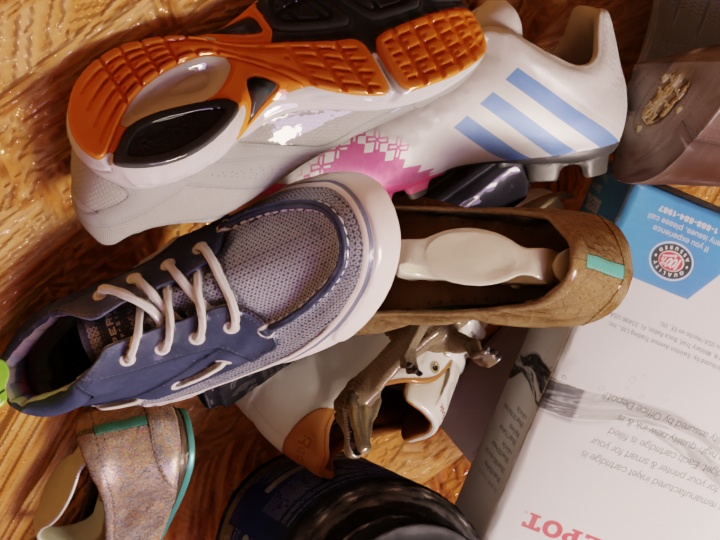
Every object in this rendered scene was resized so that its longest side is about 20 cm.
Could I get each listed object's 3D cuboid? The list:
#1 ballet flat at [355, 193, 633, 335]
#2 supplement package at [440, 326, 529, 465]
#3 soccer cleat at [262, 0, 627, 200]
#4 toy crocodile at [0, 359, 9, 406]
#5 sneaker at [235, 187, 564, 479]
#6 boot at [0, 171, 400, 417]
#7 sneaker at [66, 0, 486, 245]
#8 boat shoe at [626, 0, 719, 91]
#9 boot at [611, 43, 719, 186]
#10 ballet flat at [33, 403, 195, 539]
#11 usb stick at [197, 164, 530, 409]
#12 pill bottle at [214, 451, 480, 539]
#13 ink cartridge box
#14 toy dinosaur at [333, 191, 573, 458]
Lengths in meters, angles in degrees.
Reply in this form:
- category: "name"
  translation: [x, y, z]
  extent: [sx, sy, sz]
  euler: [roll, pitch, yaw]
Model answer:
- category: "ballet flat"
  translation: [0.023, -0.003, 1.359]
  extent: [0.072, 0.199, 0.068]
  euler: [19, 75, -66]
- category: "supplement package"
  translation: [0.156, 0.090, 1.704]
  extent: [0.120, 0.121, 0.200]
  euler: [-49, 151, 15]
- category: "soccer cleat"
  translation: [0.033, -0.080, 1.374]
  extent: [0.199, 0.070, 0.087]
  euler: [-10, 107, -29]
- category: "toy crocodile"
  translation: [-0.239, 0.090, 1.284]
  extent: [0.200, 0.062, 0.067]
  euler: [-33, -169, -17]
- category: "sneaker"
  translation: [0.038, 0.038, 1.521]
  extent: [0.200, 0.085, 0.073]
  euler: [-35, 151, -14]
- category: "boot"
  translation: [-0.072, 0.018, 1.309]
  extent: [0.090, 0.073, 0.200]
  euler: [-11, 164, -43]
- category: "sneaker"
  translation: [-0.041, -0.070, 1.289]
  extent: [0.199, 0.076, 0.092]
  euler: [-18, 155, -24]
- category: "boat shoe"
  translation: [0.179, -0.137, 1.472]
  extent: [0.067, 0.073, 0.200]
  euler: [-49, 170, -49]
- category: "boot"
  translation: [0.234, -0.093, 1.434]
  extent: [0.200, 0.064, 0.186]
  euler: [12, 131, -38]
- category: "ballet flat"
  translation: [-0.132, 0.135, 1.490]
  extent: [0.067, 0.068, 0.200]
  euler: [-4, 134, -20]
- category: "usb stick"
  translation: [0.000, 0.000, 1.472]
  extent: [0.200, 0.033, 0.055]
  euler: [-35, 162, -9]
- category: "pill bottle"
  translation: [0.000, 0.155, 1.513]
  extent: [0.112, 0.112, 0.200]
  euler: [-34, -169, -11]
- category: "ink cartridge box"
  translation: [0.155, 0.065, 1.531]
  extent: [0.084, 0.145, 0.201]
  euler: [-132, -115, -76]
- category: "toy dinosaur"
  translation: [0.053, 0.003, 1.445]
  extent: [0.200, 0.058, 0.101]
  euler: [-47, -162, -27]
